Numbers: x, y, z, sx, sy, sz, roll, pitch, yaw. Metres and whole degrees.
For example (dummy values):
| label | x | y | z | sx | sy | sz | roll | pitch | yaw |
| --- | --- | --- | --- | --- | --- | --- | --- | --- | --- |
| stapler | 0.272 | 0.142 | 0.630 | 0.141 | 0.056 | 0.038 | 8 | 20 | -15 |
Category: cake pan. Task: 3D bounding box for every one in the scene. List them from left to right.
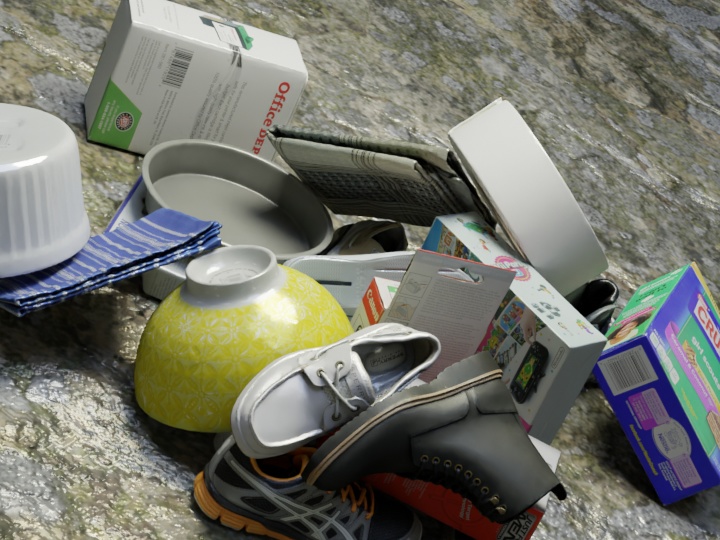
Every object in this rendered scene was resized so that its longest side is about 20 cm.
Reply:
| label | x | y | z | sx | sy | sz | roll | pitch | yaw |
| --- | --- | --- | --- | --- | --- | --- | --- | --- | --- |
| cake pan | -0.124 | -0.058 | 1.801 | 0.198 | 0.037 | 0.201 | 20 | 29 | -11 |

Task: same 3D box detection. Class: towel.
| label | x | y | z | sx | sy | sz | roll | pitch | yaw |
| --- | --- | --- | --- | --- | --- | --- | --- | --- | --- |
| towel | -0.231 | -0.013 | 1.613 | 0.198 | 0.024 | 0.144 | -20 | 18 | -23 |
| towel | 0.025 | -0.083 | 1.843 | 0.198 | 0.035 | 0.193 | 9 | -19 | 23 |

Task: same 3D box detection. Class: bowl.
| label | x | y | z | sx | sy | sz | roll | pitch | yaw |
| --- | --- | --- | --- | --- | --- | --- | --- | --- | --- |
| bowl | -0.104 | 0.043 | 1.585 | 0.198 | 0.109 | 0.201 | -7 | 25 | 3 |

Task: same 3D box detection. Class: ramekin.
| label | x | y | z | sx | sy | sz | roll | pitch | yaw |
| --- | --- | --- | --- | --- | --- | --- | --- | --- | --- |
| ramekin | -0.337 | -0.075 | 1.614 | 0.198 | 0.099 | 0.201 | 2 | 24 | -1 |

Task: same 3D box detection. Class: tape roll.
| label | x | y | z | sx | sy | sz | roll | pitch | yaw |
| --- | --- | --- | --- | --- | --- | --- | --- | --- | --- |
| tape roll | 0.168 | -0.070 | 1.856 | 0.203 | 0.070 | 0.202 | 58 | 3 | -5 |

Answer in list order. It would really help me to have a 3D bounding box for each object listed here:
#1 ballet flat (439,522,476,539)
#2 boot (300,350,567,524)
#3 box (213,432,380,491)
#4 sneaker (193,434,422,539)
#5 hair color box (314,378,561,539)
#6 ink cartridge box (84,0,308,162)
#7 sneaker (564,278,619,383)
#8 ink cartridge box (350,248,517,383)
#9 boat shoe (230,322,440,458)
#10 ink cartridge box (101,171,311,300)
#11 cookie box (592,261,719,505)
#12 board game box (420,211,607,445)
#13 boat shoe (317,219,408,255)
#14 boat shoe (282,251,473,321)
| label | x | y | z | sx | sy | sz | roll | pitch | yaw |
| --- | --- | --- | --- | --- | --- | --- | --- | --- | --- |
| ballet flat | 0.098 | 0.250 | 1.569 | 0.067 | 0.047 | 0.200 | 25 | 30 | -4 |
| boot | 0.065 | 0.163 | 1.494 | 0.199 | 0.078 | 0.139 | -27 | 76 | -25 |
| box | -0.030 | 0.161 | 1.614 | 0.198 | 0.039 | 0.042 | 11 | 32 | -26 |
| sneaker | -0.036 | 0.188 | 1.530 | 0.198 | 0.078 | 0.079 | 17 | 29 | -19 |
| hair color box | 0.067 | 0.158 | 1.595 | 0.199 | 0.062 | 0.102 | 27 | 30 | 2 |
| ink cartridge box | -0.174 | -0.191 | 1.944 | 0.198 | 0.147 | 0.085 | 15 | 30 | -21 |
| sneaker | 0.253 | 0.057 | 1.926 | 0.075 | 0.116 | 0.199 | 42 | 33 | 26 |
| ink cartridge box | 0.050 | 0.055 | 1.679 | 0.108 | 0.201 | 0.051 | 12 | 33 | -24 |
| boat shoe | -0.017 | 0.090 | 1.499 | 0.199 | 0.069 | 0.071 | -29 | 101 | -35 |
| ink cartridge box | -0.143 | -0.021 | 1.807 | 0.198 | 0.041 | 0.200 | 25 | 29 | -2 |
| cookie box | 0.321 | 0.110 | 1.860 | 0.172 | 0.075 | 0.200 | 61 | 30 | -9 |
| board game box | 0.126 | 0.063 | 1.785 | 0.064 | 0.148 | 0.200 | -9 | 44 | -44 |
| boat shoe | 0.000 | 0.000 | 1.836 | 0.201 | 0.068 | 0.075 | -73 | 141 | -60 |
| boat shoe | 0.013 | 0.015 | 1.735 | 0.198 | 0.074 | 0.067 | 11 | -5 | -17 |
